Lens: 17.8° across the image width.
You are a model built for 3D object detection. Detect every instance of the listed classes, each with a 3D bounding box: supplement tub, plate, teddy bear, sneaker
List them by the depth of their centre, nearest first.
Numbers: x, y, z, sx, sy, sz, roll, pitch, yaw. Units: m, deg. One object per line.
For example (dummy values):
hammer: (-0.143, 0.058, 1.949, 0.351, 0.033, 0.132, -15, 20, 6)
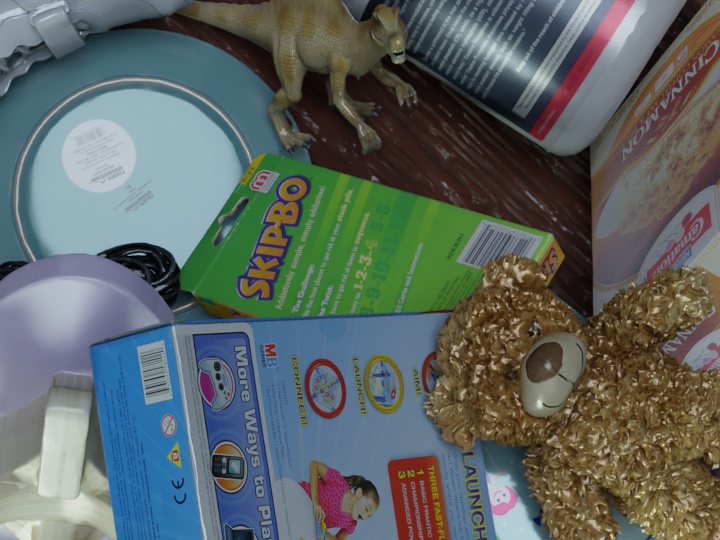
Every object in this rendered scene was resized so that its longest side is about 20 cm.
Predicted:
teddy bear: (0.129, 0.072, 1.083, 0.145, 0.067, 0.200, -40, 112, 7)
sneaker: (-0.187, -0.119, 1.241, 0.199, 0.075, 0.115, 0, 79, 8)
supplement tub: (0.071, -0.168, 1.244, 0.200, 0.140, 0.141, 33, 80, 0)
plate: (-0.123, -0.039, 1.267, 0.200, 0.026, 0.201, 1, 82, -4)

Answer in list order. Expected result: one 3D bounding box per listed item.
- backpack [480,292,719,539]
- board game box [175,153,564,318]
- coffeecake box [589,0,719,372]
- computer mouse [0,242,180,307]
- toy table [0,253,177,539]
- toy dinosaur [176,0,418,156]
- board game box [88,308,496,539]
backpack: (0.097, 0.118, 1.205, 0.200, 0.151, 0.178, 44, 79, -2)
board game box: (0.000, 0.000, 1.197, 0.200, 0.030, 0.096, 19, 66, 34)
coffeecake box: (0.189, -0.043, 1.176, 0.073, 0.154, 0.200, 27, 35, -16)
computer mouse: (-0.156, 0.091, 1.215, 0.138, 0.053, 0.201, -7, 89, 9)
toy table: (-0.141, 0.106, 1.087, 0.183, 0.117, 0.200, -2, 125, 1)
toy dinosaur: (-0.029, -0.120, 1.248, 0.058, 0.200, 0.101, -37, 124, -35)
board game box: (-0.020, 0.121, 1.040, 0.196, 0.056, 0.201, 0, 79, -49)
